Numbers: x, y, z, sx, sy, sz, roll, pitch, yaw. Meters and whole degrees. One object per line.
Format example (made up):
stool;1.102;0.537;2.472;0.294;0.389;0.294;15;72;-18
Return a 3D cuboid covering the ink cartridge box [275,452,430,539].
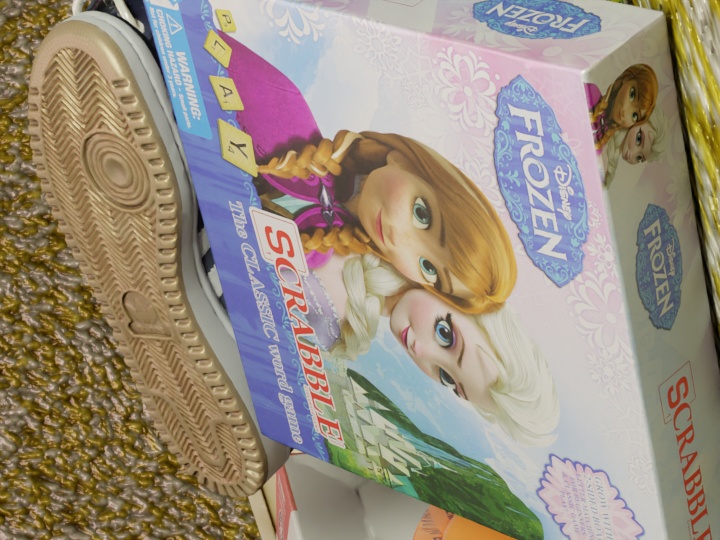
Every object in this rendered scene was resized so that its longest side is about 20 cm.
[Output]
ink cartridge box;0.003;0.190;1.111;0.117;0.067;0.200;-112;21;-68

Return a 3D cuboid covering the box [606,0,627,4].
box;0.003;-0.107;0.866;0.200;0.035;0.110;15;128;46

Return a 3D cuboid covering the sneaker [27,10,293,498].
sneaker;-0.050;-0.025;0.972;0.070;0.108;0.200;8;128;41

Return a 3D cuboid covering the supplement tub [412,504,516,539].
supplement tub;0.083;0.173;0.997;0.123;0.122;0.200;-106;2;-51

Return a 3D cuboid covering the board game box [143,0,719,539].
board game box;0.026;-0.007;0.850;0.199;0.041;0.200;18;133;42

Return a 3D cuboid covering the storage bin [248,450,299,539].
storage bin;0.026;0.089;1.431;0.200;0.094;0.199;77;-148;-50

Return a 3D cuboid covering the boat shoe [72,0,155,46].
boat shoe;-0.072;-0.118;1.014;0.075;0.093;0.200;4;102;53
